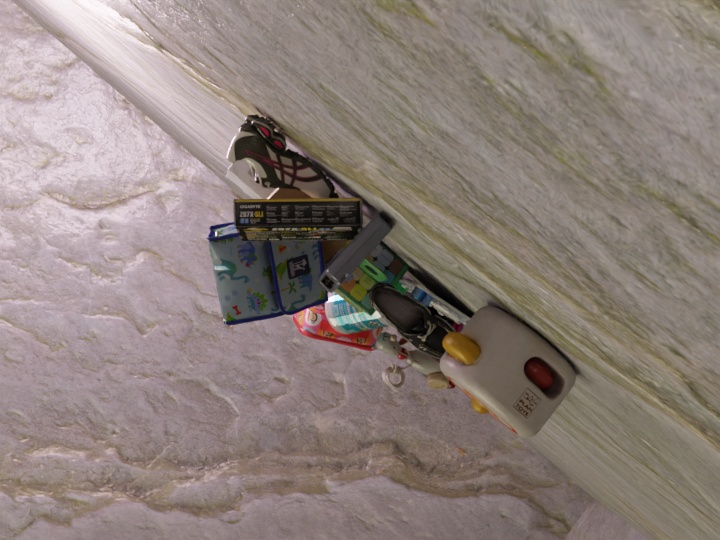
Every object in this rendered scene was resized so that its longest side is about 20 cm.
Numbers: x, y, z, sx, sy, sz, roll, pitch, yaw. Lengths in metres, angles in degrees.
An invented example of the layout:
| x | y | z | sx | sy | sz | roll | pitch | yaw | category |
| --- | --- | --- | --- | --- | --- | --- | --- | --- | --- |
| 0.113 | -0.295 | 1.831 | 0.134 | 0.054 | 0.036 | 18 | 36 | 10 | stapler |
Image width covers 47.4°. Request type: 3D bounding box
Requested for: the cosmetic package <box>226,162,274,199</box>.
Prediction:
| x | y | z | sx | sy | sz | roll | pitch | yaw | category |
| --- | --- | --- | --- | --- | --- | --- | --- | --- | --- |
| -0.212 | -0.195 | 1.700 | 0.113 | 0.081 | 0.200 | 41 | 177 | -11 | cosmetic package |

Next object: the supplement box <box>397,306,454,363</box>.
| x | y | z | sx | sy | sz | roll | pitch | yaw | category |
| --- | --- | --- | --- | --- | --- | --- | --- | --- | --- |
| 0.187 | 0.154 | 1.680 | 0.199 | 0.061 | 0.109 | 34 | -161 | 18 | supplement box |

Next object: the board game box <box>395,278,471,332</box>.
| x | y | z | sx | sy | sz | roll | pitch | yaw | category |
| --- | --- | --- | --- | --- | --- | --- | --- | --- | --- |
| 0.157 | 0.080 | 1.557 | 0.199 | 0.026 | 0.200 | 33 | 177 | -13 | board game box |

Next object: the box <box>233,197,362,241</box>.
| x | y | z | sx | sy | sz | roll | pitch | yaw | category |
| --- | --- | --- | --- | --- | --- | --- | --- | --- | --- |
| -0.100 | -0.081 | 1.330 | 0.198 | 0.050 | 0.160 | -1 | 172 | -4 | box |

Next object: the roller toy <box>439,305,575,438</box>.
| x | y | z | sx | sy | sz | roll | pitch | yaw | category |
| --- | --- | --- | --- | --- | --- | --- | --- | --- | --- |
| 0.217 | 0.157 | 1.242 | 0.182 | 0.140 | 0.200 | 37 | 174 | 23 | roller toy |

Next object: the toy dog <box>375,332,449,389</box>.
| x | y | z | sx | sy | sz | roll | pitch | yaw | category |
| --- | --- | --- | --- | --- | --- | --- | --- | --- | --- |
| 0.140 | 0.186 | 1.813 | 0.199 | 0.096 | 0.133 | 9 | -124 | -34 | toy dog |

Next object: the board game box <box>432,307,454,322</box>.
| x | y | z | sx | sy | sz | roll | pitch | yaw | category |
| --- | --- | --- | --- | --- | --- | --- | --- | --- | --- |
| 0.154 | 0.104 | 1.837 | 0.200 | 0.046 | 0.152 | 39 | 175 | 17 | board game box |

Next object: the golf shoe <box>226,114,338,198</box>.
| x | y | z | sx | sy | sz | roll | pitch | yaw | category |
| --- | --- | --- | --- | --- | --- | --- | --- | --- | --- |
| -0.122 | -0.156 | 1.293 | 0.200 | 0.088 | 0.077 | 39 | 175 | -28 | golf shoe |

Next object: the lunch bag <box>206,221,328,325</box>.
| x | y | z | sx | sy | sz | roll | pitch | yaw | category |
| --- | --- | --- | --- | --- | --- | --- | --- | --- | --- |
| -0.164 | -0.006 | 1.483 | 0.127 | 0.199 | 0.171 | -120 | 21 | -72 | lunch bag |

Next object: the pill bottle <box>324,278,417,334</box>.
| x | y | z | sx | sy | sz | roll | pitch | yaw | category |
| --- | --- | --- | --- | --- | --- | --- | --- | --- | --- |
| 0.027 | 0.069 | 1.749 | 0.199 | 0.111 | 0.111 | -15 | 134 | 41 | pill bottle |

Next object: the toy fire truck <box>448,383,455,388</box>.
| x | y | z | sx | sy | sz | roll | pitch | yaw | category |
| --- | --- | --- | --- | --- | --- | --- | --- | --- | --- |
| 0.235 | 0.211 | 1.989 | 0.167 | 0.113 | 0.200 | 2 | 150 | 41 | toy fire truck |

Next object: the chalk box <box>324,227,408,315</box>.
| x | y | z | sx | sy | sz | roll | pitch | yaw | category |
| --- | --- | --- | --- | --- | --- | --- | --- | --- | --- |
| 0.000 | 0.000 | 1.583 | 0.125 | 0.124 | 0.200 | 40 | 176 | -11 | chalk box |

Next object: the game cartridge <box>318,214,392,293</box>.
| x | y | z | sx | sy | sz | roll | pitch | yaw | category |
| --- | --- | --- | --- | --- | --- | --- | --- | --- | --- |
| -0.008 | -0.027 | 1.306 | 0.041 | 0.133 | 0.200 | 39 | 171 | -2 | game cartridge |

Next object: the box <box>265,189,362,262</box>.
| x | y | z | sx | sy | sz | roll | pitch | yaw | category |
| --- | --- | --- | --- | --- | --- | --- | --- | --- | --- |
| -0.121 | -0.073 | 1.525 | 0.163 | 0.200 | 0.021 | 41 | -150 | -16 | box |

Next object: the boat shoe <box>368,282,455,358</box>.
| x | y | z | sx | sy | sz | roll | pitch | yaw | category |
| --- | --- | --- | --- | --- | --- | --- | --- | --- | --- |
| 0.099 | 0.093 | 1.464 | 0.200 | 0.074 | 0.060 | 41 | -178 | 0 | boat shoe |

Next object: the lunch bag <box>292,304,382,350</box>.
| x | y | z | sx | sy | sz | roll | pitch | yaw | category |
| --- | --- | --- | --- | --- | --- | --- | --- | --- | --- |
| -0.050 | 0.124 | 1.917 | 0.199 | 0.082 | 0.176 | 14 | -171 | -18 | lunch bag |
